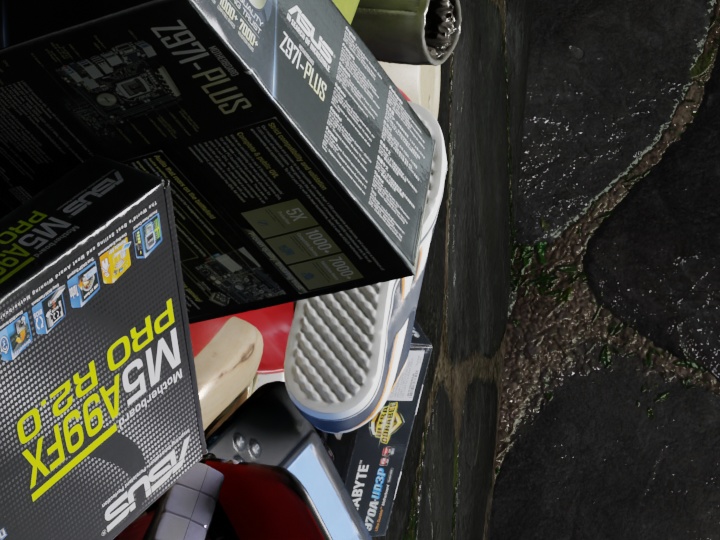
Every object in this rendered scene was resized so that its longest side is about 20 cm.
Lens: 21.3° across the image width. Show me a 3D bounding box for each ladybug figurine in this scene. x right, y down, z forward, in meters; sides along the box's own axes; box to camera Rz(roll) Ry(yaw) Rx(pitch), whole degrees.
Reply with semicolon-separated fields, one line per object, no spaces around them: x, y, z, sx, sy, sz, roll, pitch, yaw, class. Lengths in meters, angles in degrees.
-0.119;0.074;1.044;0.136;0.072;0.200;-48;179;19;ladybug figurine

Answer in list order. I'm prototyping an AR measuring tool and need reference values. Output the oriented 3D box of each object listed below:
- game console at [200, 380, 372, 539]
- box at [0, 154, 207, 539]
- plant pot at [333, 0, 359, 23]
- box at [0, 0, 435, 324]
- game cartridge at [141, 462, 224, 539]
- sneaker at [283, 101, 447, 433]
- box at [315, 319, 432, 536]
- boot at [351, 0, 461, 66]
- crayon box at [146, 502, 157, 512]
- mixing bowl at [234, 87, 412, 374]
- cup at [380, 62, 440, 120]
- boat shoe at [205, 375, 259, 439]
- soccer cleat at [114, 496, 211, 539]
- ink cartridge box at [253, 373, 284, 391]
-0.002;0.168;1.069;0.200;0.119;0.172;64;33;-12;game console
-0.151;0.067;0.814;0.200;0.044;0.160;-40;138;-40;box
-0.070;-0.170;1.002;0.187;0.187;0.200;65;26;-67;plant pot
-0.085;-0.072;0.881;0.200;0.164;0.086;49;39;-41;box
-0.125;0.208;1.000;0.130;0.038;0.200;-81;-166;-51;game cartridge
0.000;0.000;1.128;0.079;0.078;0.200;78;28;-69;sneaker
-0.013;0.079;1.427;0.200;0.046;0.159;-123;-138;-58;box
-0.038;-0.162;1.163;0.182;0.200;0.073;-52;140;-73;boot
-0.115;0.221;1.226;0.126;0.052;0.200;-19;111;-78;crayon box
-0.063;-0.048;1.188;0.200;0.108;0.200;-19;124;-30;mixing bowl
-0.018;-0.146;1.430;0.200;0.143;0.200;2;90;-79;cup
-0.091;0.019;1.286;0.063;0.073;0.200;66;35;-80;boat shoe
-0.082;0.158;1.124;0.200;0.067;0.077;-15;84;-55;soccer cleat
-0.075;0.090;1.364;0.115;0.068;0.200;28;64;-80;ink cartridge box
